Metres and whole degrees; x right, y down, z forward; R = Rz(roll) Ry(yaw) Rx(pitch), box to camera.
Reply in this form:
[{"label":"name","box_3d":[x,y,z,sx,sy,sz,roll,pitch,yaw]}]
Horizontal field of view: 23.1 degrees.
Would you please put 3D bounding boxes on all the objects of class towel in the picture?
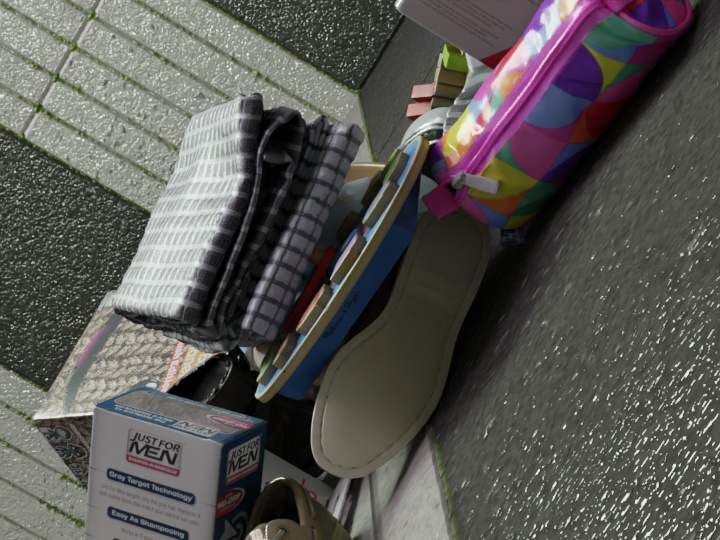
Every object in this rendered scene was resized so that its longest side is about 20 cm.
[{"label":"towel","box_3d":[-0.093,-0.031,1.190,0.166,0.086,0.200,-66,18,-9]}]

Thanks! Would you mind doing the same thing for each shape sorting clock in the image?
[{"label":"shape sorting clock","box_3d":[-0.014,-0.003,1.139,0.200,0.039,0.200,-57,10,15]}]

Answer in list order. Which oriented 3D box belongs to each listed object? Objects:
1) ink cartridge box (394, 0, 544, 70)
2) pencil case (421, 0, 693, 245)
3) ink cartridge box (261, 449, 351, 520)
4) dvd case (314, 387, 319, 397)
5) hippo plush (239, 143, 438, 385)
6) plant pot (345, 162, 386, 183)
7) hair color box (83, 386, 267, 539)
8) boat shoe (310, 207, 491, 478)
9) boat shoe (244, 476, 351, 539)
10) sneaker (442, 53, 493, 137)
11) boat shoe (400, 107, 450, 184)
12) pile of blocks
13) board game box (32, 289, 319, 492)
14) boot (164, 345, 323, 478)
[{"label":"ink cartridge box","box_3d":[0.138,-0.228,1.177,0.200,0.145,0.083,-55,5,35]},{"label":"pencil case","box_3d":[0.117,-0.107,1.076,0.200,0.088,0.088,-55,8,39]},{"label":"ink cartridge box","box_3d":[-0.081,0.206,1.225,0.200,0.067,0.116,-57,7,24]},{"label":"dvd case","box_3d":[-0.067,0.176,1.469,0.143,0.018,0.200,-54,9,40]},{"label":"hippo plush","box_3d":[0.000,0.000,1.327,0.161,0.159,0.200,-18,-1,38]},{"label":"plant pot","box_3d":[-0.037,-0.029,1.652,0.201,0.201,0.093,-79,-20,-71]},{"label":"hair color box","box_3d":[-0.123,0.185,1.134,0.061,0.100,0.200,-21,-59,-61]},{"label":"boat shoe","box_3d":[0.022,0.050,1.133,0.200,0.072,0.060,-64,5,-23]},{"label":"boat shoe","box_3d":[-0.050,0.182,1.037,0.072,0.065,0.200,-32,11,14]},{"label":"sneaker","box_3d":[0.111,-0.112,1.281,0.075,0.082,0.200,-7,46,21]},{"label":"boat shoe","box_3d":[0.045,-0.048,1.435,0.200,0.071,0.064,116,180,-47]},{"label":"pile of blocks","box_3d":[0.074,-0.139,1.424,0.082,0.062,0.200,-84,6,-48]},{"label":"board game box","box_3d":[-0.146,0.095,1.486,0.200,0.097,0.159,-8,40,31]},{"label":"boot","box_3d":[-0.112,0.143,1.287,0.200,0.069,0.174,-52,-35,10]}]
